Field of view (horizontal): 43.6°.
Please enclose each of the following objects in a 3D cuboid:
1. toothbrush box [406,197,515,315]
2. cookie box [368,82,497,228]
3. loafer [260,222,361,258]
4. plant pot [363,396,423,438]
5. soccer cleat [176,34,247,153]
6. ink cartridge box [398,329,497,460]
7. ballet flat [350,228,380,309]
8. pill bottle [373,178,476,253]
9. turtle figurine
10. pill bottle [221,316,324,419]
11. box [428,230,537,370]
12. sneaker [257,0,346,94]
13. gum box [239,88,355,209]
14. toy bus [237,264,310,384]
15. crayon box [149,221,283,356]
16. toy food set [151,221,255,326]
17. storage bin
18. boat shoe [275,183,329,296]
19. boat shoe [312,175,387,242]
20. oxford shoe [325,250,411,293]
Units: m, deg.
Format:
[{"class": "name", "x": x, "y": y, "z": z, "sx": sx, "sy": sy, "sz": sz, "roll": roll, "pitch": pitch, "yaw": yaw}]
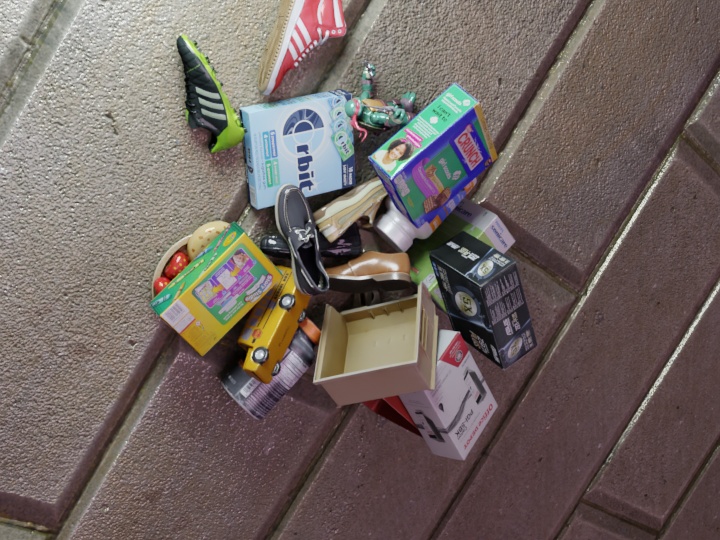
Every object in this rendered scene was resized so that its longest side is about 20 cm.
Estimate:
[{"class": "toothbrush box", "x": 0.180, "y": -0.035, "z": 1.771, "sx": 0.200, "sy": 0.145, "sz": 0.086, "roll": -49, "pitch": 127, "yaw": -5}, {"class": "cookie box", "x": 0.131, "y": -0.197, "z": 1.570, "sx": 0.200, "sy": 0.075, "sz": 0.171, "roll": -42, "pitch": 147, "yaw": -4}, {"class": "loafer", "x": -0.091, "y": -0.059, "z": 1.646, "sx": 0.198, "sy": 0.068, "sz": 0.072, "roll": -3, "pitch": 84, "yaw": -27}, {"class": "plant pot", "x": 0.079, "y": 0.194, "z": 1.792, "sx": 0.200, "sy": 0.199, "sz": 0.177, "roll": 45, "pitch": 74, "yaw": -37}, {"class": "soccer cleat", "x": -0.254, "y": -0.277, "z": 1.441, "sx": 0.080, "sy": 0.068, "sz": 0.201, "roll": -28, "pitch": 125, "yaw": -3}, {"class": "ink cartridge box", "x": 0.162, "y": 0.234, "z": 1.698, "sx": 0.147, "sy": 0.082, "sz": 0.201, "roll": -51, "pitch": 125, "yaw": -31}, {"class": "ballet flat", "x": 0.019, "y": 0.017, "z": 1.745, "sx": 0.067, "sy": 0.062, "sz": 0.203, "roll": -16, "pitch": 118, "yaw": -25}, {"class": "pill bottle", "x": 0.118, "y": -0.132, "z": 1.709, "sx": 0.200, "sy": 0.112, "sz": 0.112, "roll": -48, "pitch": 128, "yaw": -5}, {"class": "turtle figurine", "x": 0.037, "y": -0.288, "z": 1.573, "sx": 0.198, "sy": 0.151, "sz": 0.101, "roll": 1, "pitch": 141, "yaw": -46}, {"class": "pill bottle", "x": -0.156, "y": 0.170, "z": 1.676, "sx": 0.200, "sy": 0.106, "sz": 0.106, "roll": -47, "pitch": 127, "yaw": -6}, {"class": "box", "x": 0.224, "y": 0.054, "z": 1.644, "sx": 0.086, "sy": 0.163, "sz": 0.202, "roll": -32, "pitch": 125, "yaw": -16}, {"class": "sneaker", "x": -0.093, "y": -0.375, "z": 1.491, "sx": 0.111, "sy": 0.071, "sz": 0.202, "roll": 16, "pitch": 100, "yaw": -33}, {"class": "gum box", "x": -0.106, "y": -0.213, "z": 1.573, "sx": 0.198, "sy": 0.044, "sz": 0.172, "roll": -16, "pitch": 118, "yaw": -27}, {"class": "toy bus", "x": -0.157, "y": 0.096, "z": 1.611, "sx": 0.202, "sy": 0.077, "sz": 0.065, "roll": -65, "pitch": 151, "yaw": -19}, {"class": "crayon box", "x": -0.242, "y": 0.032, "z": 1.527, "sx": 0.200, "sy": 0.058, "sz": 0.119, "roll": -45, "pitch": 128, "yaw": -7}, {"class": "toy food set", "x": -0.266, "y": 0.025, "z": 1.576, "sx": 0.199, "sy": 0.049, "sz": 0.199, "roll": -40, "pitch": 127, "yaw": -11}, {"class": "storage bin", "x": 0.034, "y": 0.131, "z": 1.639, "sx": 0.198, "sy": 0.200, "sz": 0.094, "roll": -14, "pitch": 134, "yaw": 22}, {"class": "boat shoe", "x": -0.093, "y": -0.053, "z": 1.564, "sx": 0.072, "sy": 0.062, "sz": 0.203, "roll": -21, "pitch": 106, "yaw": -32}, {"class": "boat shoe", "x": 0.002, "y": -0.114, "z": 1.649, "sx": 0.199, "sy": 0.072, "sz": 0.077, "roll": -33, "pitch": 94, "yaw": -26}, {"class": "oxford shoe", "x": 0.000, "y": 0.000, "z": 1.687, "sx": 0.071, "sy": 0.197, "sz": 0.072, "roll": 59, "pitch": 31, "yaw": -64}]
